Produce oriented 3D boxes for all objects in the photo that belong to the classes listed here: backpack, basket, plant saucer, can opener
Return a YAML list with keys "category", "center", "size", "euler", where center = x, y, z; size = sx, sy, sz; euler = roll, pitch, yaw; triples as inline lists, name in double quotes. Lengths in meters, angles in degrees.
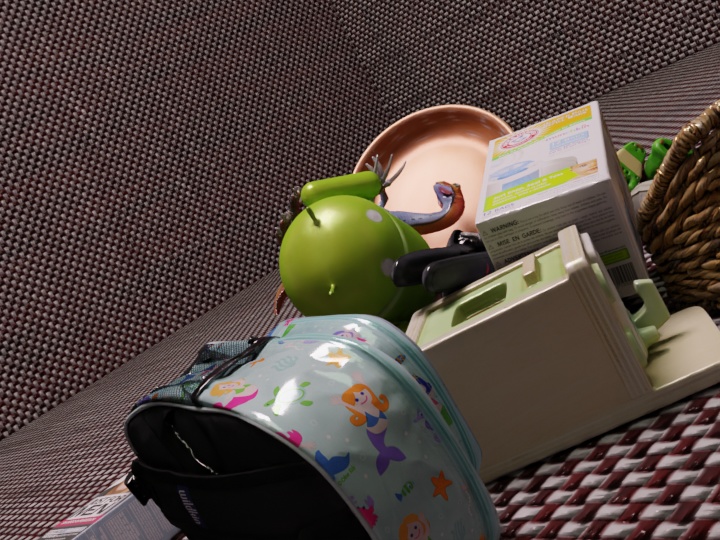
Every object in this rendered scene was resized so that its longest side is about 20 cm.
- category: "backpack"
  center: [-0.019, 0.114, 0.516]
  size: [0.150, 0.178, 0.200]
  euler: [-38, 15, -30]
- category: "basket"
  center: [0.306, -0.077, 0.714]
  size: [0.200, 0.149, 0.143]
  euler: [-32, 8, -18]
- category: "plant saucer"
  center: [0.083, -0.086, 0.986]
  size: [0.200, 0.201, 0.037]
  euler: [-27, -34, 10]
- category: "can opener"
  center: [0.085, -0.001, 0.776]
  size: [0.063, 0.079, 0.200]
  euler: [-1, 1, 22]

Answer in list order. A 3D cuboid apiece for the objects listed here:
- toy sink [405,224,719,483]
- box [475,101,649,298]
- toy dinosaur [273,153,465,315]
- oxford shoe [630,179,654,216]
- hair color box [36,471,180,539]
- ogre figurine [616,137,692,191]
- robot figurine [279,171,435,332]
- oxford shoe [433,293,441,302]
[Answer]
- category: "toy sink"
  center: [0.138, 0.045, 0.648]
  size: [0.199, 0.112, 0.130]
  euler: [-27, 7, 15]
- category: "box"
  center: [0.173, -0.055, 0.793]
  size: [0.112, 0.102, 0.200]
  euler: [-19, 22, 21]
- category: "toy dinosaur"
  center: [0.012, -0.045, 0.951]
  size: [0.181, 0.201, 0.105]
  euler: [11, 29, 7]
- category: "oxford shoe"
  center: [0.308, -0.052, 0.891]
  size: [0.200, 0.075, 0.058]
  euler: [170, 124, -78]
- category: "hair color box"
  center: [-0.208, 0.230, 0.903]
  size: [0.099, 0.061, 0.200]
  euler: [-21, 9, 47]
- category: "ogre figurine"
  center: [0.298, -0.096, 1.037]
  size: [0.199, 0.098, 0.120]
  euler: [-20, -17, -30]
- category: "robot figurine"
  center: [0.000, 0.000, 0.829]
  size: [0.115, 0.176, 0.200]
  euler: [-23, -16, 15]
- category: "oxford shoe"
  center: [0.100, 0.053, 0.928]
  size: [0.073, 0.071, 0.200]
  euler: [-57, 12, 14]
